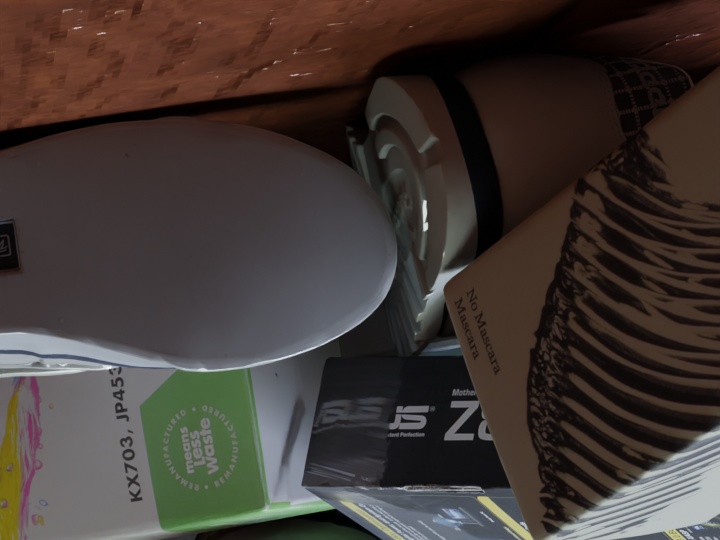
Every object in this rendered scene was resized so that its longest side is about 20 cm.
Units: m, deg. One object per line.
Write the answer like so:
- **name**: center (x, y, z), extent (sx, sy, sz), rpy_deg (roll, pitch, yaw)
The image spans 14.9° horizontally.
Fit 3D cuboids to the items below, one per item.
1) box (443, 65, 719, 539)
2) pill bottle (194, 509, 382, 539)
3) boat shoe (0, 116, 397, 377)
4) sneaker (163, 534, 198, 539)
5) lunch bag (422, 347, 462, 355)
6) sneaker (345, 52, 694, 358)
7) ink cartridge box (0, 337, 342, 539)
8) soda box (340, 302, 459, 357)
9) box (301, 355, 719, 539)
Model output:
- **box**: center (0.111, -0.008, 0.666), extent (0.068, 0.082, 0.200), rpy_deg (-3, 154, -39)
- **pill bottle**: center (-0.009, 0.120, 0.938), extent (0.111, 0.111, 0.200), rpy_deg (-10, -162, 16)
- **boat shoe**: center (-0.091, -0.001, 0.783), extent (0.200, 0.072, 0.066), rpy_deg (-8, 180, -4)
- **sneaker**: center (-0.139, 0.051, 1.036), extent (0.200, 0.073, 0.112), rpy_deg (25, -175, 8)
- **lunch bag**: center (0.068, 0.067, 1.091), extent (0.200, 0.171, 0.122), rpy_deg (6, -178, 9)
- **sneaker**: center (0.043, -0.022, 0.812), extent (0.080, 0.076, 0.200), rpy_deg (-18, 179, -8)
- **ink cartridge box**: center (-0.108, 0.035, 0.897), extent (0.200, 0.117, 0.067), rpy_deg (-12, 174, 28)
- **soda box**: center (0.000, 0.000, 1.001), extent (0.200, 0.068, 0.064), rpy_deg (-11, 176, 26)
- **box**: center (0.100, 0.082, 0.856), extent (0.161, 0.049, 0.200), rpy_deg (-4, 154, 31)
